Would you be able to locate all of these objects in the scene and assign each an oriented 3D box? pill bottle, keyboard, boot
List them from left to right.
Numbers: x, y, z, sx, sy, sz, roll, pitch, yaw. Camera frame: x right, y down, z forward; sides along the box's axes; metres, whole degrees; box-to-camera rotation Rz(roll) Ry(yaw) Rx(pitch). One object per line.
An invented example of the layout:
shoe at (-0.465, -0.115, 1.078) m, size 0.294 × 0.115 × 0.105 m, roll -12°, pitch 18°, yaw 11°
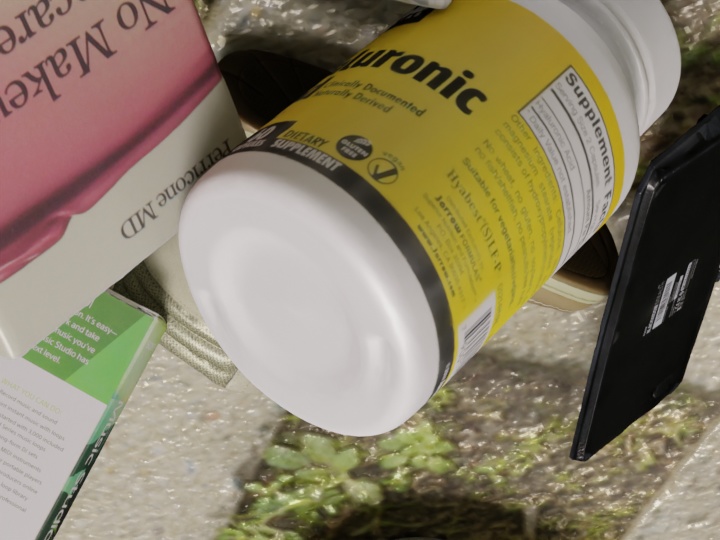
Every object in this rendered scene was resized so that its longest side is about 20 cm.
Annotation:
boot at (0.000, 0.000, 0.800) m, size 0.198 × 0.072 × 0.155 m, roll 22°, pitch 131°, yaw -13°
pill bottle at (0.035, -0.039, 0.663) m, size 0.111 × 0.200 × 0.112 m, roll 27°, pitch 139°, yaw 27°
keyboard at (0.133, -0.003, 0.797) m, size 0.104 × 0.040 × 0.201 m, roll -32°, pitch 150°, yaw -28°

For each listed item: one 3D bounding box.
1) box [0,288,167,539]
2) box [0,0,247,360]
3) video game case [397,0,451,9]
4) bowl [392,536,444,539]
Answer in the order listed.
box at (-0.194, 0.075, 0.781) m, size 0.143 × 0.201 × 0.036 m, roll 28°, pitch 176°, yaw 5°
box at (-0.140, -0.093, 0.615) m, size 0.108 × 0.128 × 0.201 m, roll 18°, pitch 140°, yaw 45°
video game case at (-0.052, -0.190, 0.601) m, size 0.180 × 0.023 × 0.201 m, roll 14°, pitch 138°, yaw 16°
bowl at (0.032, 0.215, 0.990) m, size 0.198 × 0.108 × 0.201 m, roll 0°, pitch 136°, yaw 0°
